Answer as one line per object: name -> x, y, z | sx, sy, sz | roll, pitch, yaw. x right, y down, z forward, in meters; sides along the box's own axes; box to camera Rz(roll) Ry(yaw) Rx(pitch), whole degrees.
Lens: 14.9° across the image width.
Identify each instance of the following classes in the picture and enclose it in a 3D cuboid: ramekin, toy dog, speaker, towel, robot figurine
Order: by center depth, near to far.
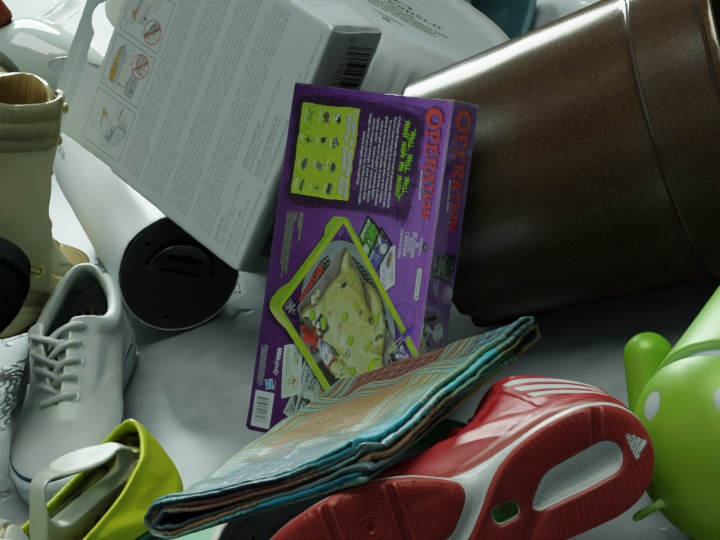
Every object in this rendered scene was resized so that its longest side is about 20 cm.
robot figurine -> 0.211, 0.062, 1.376 | 0.175, 0.116, 0.200 | -13, 25, 44
towel -> -0.007, 0.078, 1.403 | 0.146, 0.022, 0.200 | -19, 8, 33
ramekin -> 0.010, -0.128, 1.737 | 0.201, 0.095, 0.203 | 23, 21, -10
speaker -> -0.141, -0.037, 1.783 | 0.081, 0.082, 0.200 | -22, 29, -9
toy dog -> -0.210, -0.168, 2.035 | 0.199, 0.097, 0.132 | -10, 29, 13

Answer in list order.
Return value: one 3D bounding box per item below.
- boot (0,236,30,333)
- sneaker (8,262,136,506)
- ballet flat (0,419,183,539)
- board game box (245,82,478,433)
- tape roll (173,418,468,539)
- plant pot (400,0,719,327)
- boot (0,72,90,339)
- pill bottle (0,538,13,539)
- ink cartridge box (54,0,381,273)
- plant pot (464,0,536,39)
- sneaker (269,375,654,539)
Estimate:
boot -> -0.263, 0.089, 1.552 | 0.199, 0.076, 0.169 | -29, 46, 27
sneaker -> -0.176, 0.066, 1.629 | 0.073, 0.071, 0.200 | -13, 28, 7
ballet flat -> -0.174, 0.149, 1.485 | 0.067, 0.067, 0.200 | 11, 39, 40
board game box -> 0.000, 0.000, 1.541 | 0.120, 0.201, 0.032 | 11, 3, 44
tape roll -> -0.003, 0.151, 1.411 | 0.199, 0.048, 0.201 | -13, 28, 7
plant pot -> 0.137, -0.064, 1.583 | 0.197, 0.201, 0.201 | -18, 27, 16
boot -> -0.210, -0.045, 1.707 | 0.072, 0.157, 0.200 | 11, 9, 16
pill bottle -> -0.145, 0.215, 1.302 | 0.115, 0.116, 0.200 | -28, 30, -20
ink cartridge box -> -0.092, -0.116, 1.666 | 0.057, 0.163, 0.200 | 3, 27, -44
plant pot -> -0.009, -0.213, 1.919 | 0.199, 0.197, 0.197 | -16, 27, 19
sneaker -> 0.045, 0.113, 1.353 | 0.199, 0.079, 0.116 | -18, 10, 1
